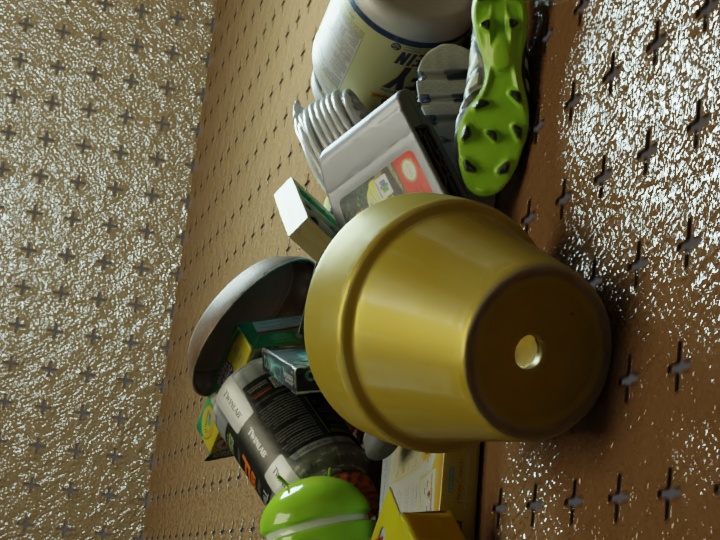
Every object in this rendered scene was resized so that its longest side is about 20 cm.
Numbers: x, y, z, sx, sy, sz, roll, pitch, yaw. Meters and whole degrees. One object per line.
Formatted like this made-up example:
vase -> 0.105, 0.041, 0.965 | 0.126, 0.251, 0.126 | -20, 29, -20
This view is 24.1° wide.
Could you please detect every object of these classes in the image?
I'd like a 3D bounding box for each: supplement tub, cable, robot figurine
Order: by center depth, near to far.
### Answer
robot figurine -> -0.033, 0.295, 1.666 | 0.115, 0.175, 0.201 | -24, 73, 38
cable -> 0.010, -0.087, 1.700 | 0.069, 0.200, 0.200 | -33, 18, 7
supplement tub -> 0.032, -0.247, 1.765 | 0.200, 0.144, 0.146 | 118, 157, -55
supplement tub -> -0.068, 0.196, 1.829 | 0.200, 0.122, 0.123 | 52, 136, 40

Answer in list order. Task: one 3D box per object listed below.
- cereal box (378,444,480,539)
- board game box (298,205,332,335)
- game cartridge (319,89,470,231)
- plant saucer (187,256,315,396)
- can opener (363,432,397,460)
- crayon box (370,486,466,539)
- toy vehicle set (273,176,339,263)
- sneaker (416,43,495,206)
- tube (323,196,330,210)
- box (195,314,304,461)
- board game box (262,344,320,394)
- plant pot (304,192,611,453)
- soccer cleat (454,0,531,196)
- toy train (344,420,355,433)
cereal box -> 0.060, 0.211, 1.557 | 0.200, 0.039, 0.145 | 133, 144, -68
board game box -> -0.030, -0.023, 1.844 | 0.200, 0.028, 0.136 | -75, -1, -72
game cartridge -> 0.041, -0.047, 1.541 | 0.133, 0.041, 0.201 | -36, 76, 43
plant saucer -> -0.129, 0.057, 1.928 | 0.034, 0.200, 0.201 | 40, 134, 21
can opener -> 0.061, 0.104, 1.533 | 0.200, 0.053, 0.067 | -51, 35, 42
crayon box -> 0.060, 0.289, 1.387 | 0.200, 0.051, 0.127 | -118, 37, -46
toy vehicle set -> 0.000, 0.000, 1.647 | 0.027, 0.200, 0.124 | -44, 22, 8
sneaker -> 0.086, -0.108, 1.617 | 0.115, 0.080, 0.201 | 86, -175, -86
tube -> 0.007, -0.157, 2.028 | 0.058, 0.052, 0.201 | 44, 125, 47
box -> -0.113, 0.139, 1.944 | 0.048, 0.117, 0.201 | 54, 136, 36
board game box -> -0.020, 0.097, 1.735 | 0.200, 0.135, 0.028 | -166, 73, -77
plant pot -> 0.084, 0.047, 1.276 | 0.189, 0.200, 0.202 | 14, 94, 62
soccer cleat -> 0.124, -0.165, 1.521 | 0.081, 0.067, 0.201 | 16, -101, -80
toy train -> -0.038, 0.168, 1.982 | 0.150, 0.055, 0.201 | -101, 27, -59
